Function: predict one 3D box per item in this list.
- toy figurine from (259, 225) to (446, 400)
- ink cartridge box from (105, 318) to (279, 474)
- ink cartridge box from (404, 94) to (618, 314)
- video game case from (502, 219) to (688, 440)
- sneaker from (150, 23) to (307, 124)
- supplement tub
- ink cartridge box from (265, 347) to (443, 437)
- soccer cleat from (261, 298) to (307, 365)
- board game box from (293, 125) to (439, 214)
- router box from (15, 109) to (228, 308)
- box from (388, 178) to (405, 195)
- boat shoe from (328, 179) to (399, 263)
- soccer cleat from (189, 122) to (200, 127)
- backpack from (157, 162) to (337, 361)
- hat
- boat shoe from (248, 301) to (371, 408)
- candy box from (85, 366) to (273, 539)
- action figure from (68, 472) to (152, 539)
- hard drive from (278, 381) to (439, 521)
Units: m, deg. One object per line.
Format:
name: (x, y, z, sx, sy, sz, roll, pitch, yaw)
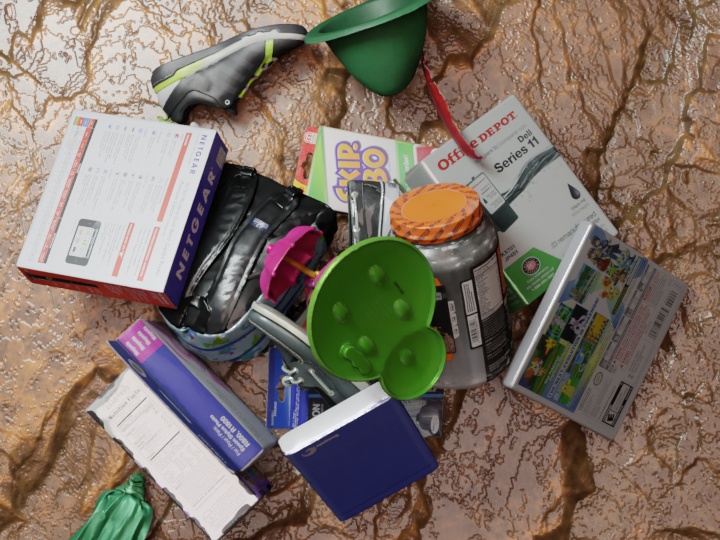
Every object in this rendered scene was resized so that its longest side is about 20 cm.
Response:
toy figurine: (-0.022, 0.028, 1.462, 0.150, 0.184, 0.200, -46, 127, -11)
ink cartridge box: (-0.178, 0.134, 1.546, 0.043, 0.200, 0.196, -44, 86, -1)
ink cartridge box: (0.167, -0.074, 1.583, 0.146, 0.083, 0.200, -37, 89, -16)
video game case: (0.264, 0.069, 1.567, 0.182, 0.022, 0.200, 28, 88, -36)
sneaker: (-0.147, -0.224, 1.641, 0.200, 0.072, 0.083, -20, 93, 9)
supplement tub: (0.093, 0.016, 1.500, 0.122, 0.123, 0.200, -11, 119, 2)
ink cartridge box: (-0.005, 0.138, 1.589, 0.199, 0.039, 0.100, 0, 101, -9)
soccer cleat: (-0.024, 0.042, 1.620, 0.073, 0.068, 0.200, 44, 88, -15)
board game box: (0.023, -0.107, 1.642, 0.199, 0.030, 0.096, 11, 86, 5)
router box: (-0.261, -0.070, 1.554, 0.179, 0.049, 0.200, 10, 69, 16)
box: (0.078, -0.012, 1.609, 0.041, 0.039, 0.200, -35, 94, 10)
boat shoe: (0.000, 0.000, 1.545, 0.068, 0.074, 0.200, 5, 93, -9)
soccer cleat: (-0.262, -0.112, 1.641, 0.199, 0.070, 0.087, -16, 61, 5)
backpack: (-0.137, 0.005, 1.581, 0.163, 0.154, 0.200, 22, 58, 18)
hat: (0.042, -0.211, 1.598, 0.165, 0.200, 0.176, -17, 108, 15)
boat shoe: (-0.052, 0.110, 1.519, 0.200, 0.073, 0.062, 40, 90, -21)
candy box: (-0.196, 0.198, 1.557, 0.200, 0.168, 0.072, 45, 88, 5)
action figure: (-0.293, 0.324, 1.611, 0.118, 0.055, 0.200, 24, 81, 5)
hard drive: (0.003, 0.201, 1.540, 0.132, 0.200, 0.025, -29, 56, 0)
